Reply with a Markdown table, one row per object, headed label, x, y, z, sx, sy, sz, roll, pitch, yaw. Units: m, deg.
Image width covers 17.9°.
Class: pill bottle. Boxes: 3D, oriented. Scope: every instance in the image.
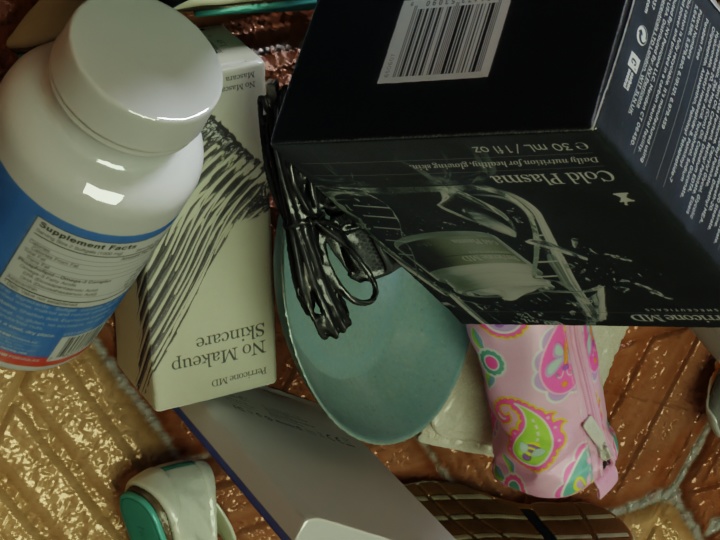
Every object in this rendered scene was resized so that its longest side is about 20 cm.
| label | x | y | z | sx | sy | sz | roll | pitch | yaw |
| --- | --- | --- | --- | --- | --- | --- | --- | --- | --- |
| pill bottle | -0.147 | -0.047 | 1.164 | 0.112 | 0.113 | 0.200 | 5 | 141 | -31 |

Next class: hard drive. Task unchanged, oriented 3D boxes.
| label | x | y | z | sx | sy | sz | roll | pitch | yaw |
| --- | --- | --- | --- | --- | --- | --- | --- | --- | --- |
| hard drive | -0.027 | 0.117 | 1.305 | 0.131 | 0.200 | 0.025 | 21 | 102 | -35 |

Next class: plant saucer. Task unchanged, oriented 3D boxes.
| label | x | y | z | sx | sy | sz | roll | pitch | yaw |
| --- | --- | --- | --- | --- | --- | --- | --- | --- | --- |
| plant saucer | 0.000 | 0.000 | 1.325 | 0.201 | 0.039 | 0.202 | 6 | 83 | -56 |

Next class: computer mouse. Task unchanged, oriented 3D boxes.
| label | x | y | z | sx | sy | sz | roll | pitch | yaw |
| --- | --- | --- | --- | --- | --- | --- | --- | --- | --- |
| computer mouse | 0.007 | -0.053 | 1.261 | 0.200 | 0.052 | 0.139 | -26 | 108 | -50 |

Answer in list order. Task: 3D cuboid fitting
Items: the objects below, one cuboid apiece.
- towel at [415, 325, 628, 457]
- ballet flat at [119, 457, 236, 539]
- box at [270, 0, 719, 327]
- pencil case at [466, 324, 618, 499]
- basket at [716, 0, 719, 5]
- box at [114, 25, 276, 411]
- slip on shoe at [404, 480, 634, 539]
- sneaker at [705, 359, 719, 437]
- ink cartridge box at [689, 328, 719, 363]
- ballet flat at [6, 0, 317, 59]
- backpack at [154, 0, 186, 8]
| label | x | y | z | sx | sy | sz | roll | pitch | yaw |
| --- | --- | --- | --- | --- | --- | --- | --- | --- | --- |
| towel | 0.114 | 0.028 | 1.445 | 0.132 | 0.034 | 0.201 | 15 | 104 | -35 |
| ballet flat | -0.097 | 0.201 | 1.398 | 0.069 | 0.069 | 0.201 | -20 | 120 | -20 |
| box | 0.097 | -0.068 | 1.173 | 0.196 | 0.199 | 0.125 | 40 | 60 | -44 |
| pencil case | 0.107 | 0.043 | 1.374 | 0.087 | 0.087 | 0.201 | -23 | 120 | -18 |
| basket | 0.229 | -0.184 | 1.261 | 0.200 | 0.142 | 0.149 | -52 | 130 | -36 |
| box | -0.096 | -0.029 | 1.277 | 0.082 | 0.068 | 0.201 | -14 | 119 | -21 |
| slip on shoe | 0.089 | 0.184 | 1.488 | 0.199 | 0.076 | 0.061 | 7 | 122 | -38 |
| sneaker | 0.322 | 0.056 | 1.547 | 0.199 | 0.077 | 0.079 | -31 | 126 | -11 |
| ink cartridge box | 0.256 | -0.024 | 1.410 | 0.116 | 0.067 | 0.200 | -36 | 165 | -9 |
| ballet flat | -0.099 | -0.159 | 1.224 | 0.199 | 0.069 | 0.070 | -13 | 119 | -26 |
| backpack | -0.072 | -0.234 | 1.114 | 0.146 | 0.183 | 0.201 | 11 | 81 | -29 |
